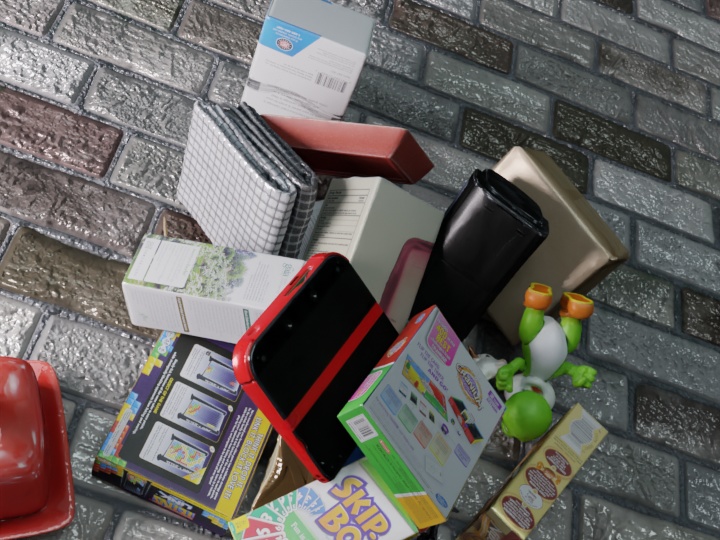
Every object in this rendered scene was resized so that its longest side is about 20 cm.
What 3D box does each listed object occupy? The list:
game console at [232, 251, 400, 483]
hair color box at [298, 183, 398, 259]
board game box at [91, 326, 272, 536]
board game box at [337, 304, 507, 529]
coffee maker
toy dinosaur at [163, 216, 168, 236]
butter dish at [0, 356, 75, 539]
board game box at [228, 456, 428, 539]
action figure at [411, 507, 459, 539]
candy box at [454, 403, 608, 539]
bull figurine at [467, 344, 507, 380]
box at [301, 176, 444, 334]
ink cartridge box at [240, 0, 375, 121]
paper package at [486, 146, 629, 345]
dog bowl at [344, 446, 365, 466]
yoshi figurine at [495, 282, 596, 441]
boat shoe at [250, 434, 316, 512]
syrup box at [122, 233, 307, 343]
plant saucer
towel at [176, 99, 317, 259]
[{"bbox_3d":[-0.036,0.097,1.073,0.178,0.031,0.200,56,50,-20],"label":"game console"},{"bbox_3d":[-0.016,-0.039,1.336,0.197,0.064,0.112,-15,64,-28],"label":"hair color box"},{"bbox_3d":[-0.185,0.172,1.127,0.163,0.057,0.202,27,50,-5],"label":"board game box"},{"bbox_3d":[0.074,0.154,1.086,0.154,0.040,0.200,54,39,-9],"label":"board game box"},{"bbox_3d":[0.139,-0.006,1.235,0.133,0.201,0.193,25,25,-24],"label":"coffee maker"},{"bbox_3d":[-0.190,0.025,1.238,0.198,0.061,0.106,33,22,-3],"label":"toy dinosaur"},{"bbox_3d":[-0.391,0.159,0.994,0.196,0.148,0.203,-4,59,-23],"label":"butter dish"},{"bbox_3d":[-0.031,0.268,1.045,0.197,0.030,0.097,-23,71,-12],"label":"board game box"},{"bbox_3d":[0.032,0.298,1.102,0.117,0.102,0.202,25,67,0],"label":"action figure"},{"bbox_3d":[0.204,0.258,1.185,0.055,0.116,0.199,43,52,12],"label":"candy box"},{"bbox_3d":[0.095,0.137,1.245,0.196,0.066,0.122,6,18,-9],"label":"bull figurine"},{"bbox_3d":[0.000,0.000,1.209,0.108,0.127,0.203,25,81,-28],"label":"box"},{"bbox_3d":[-0.079,-0.275,1.386,0.143,0.201,0.085,18,50,-8],"label":"ink cartridge box"},{"bbox_3d":[0.226,-0.034,1.344,0.201,0.191,0.103,53,25,17],"label":"paper package"},{"bbox_3d":[0.022,0.220,1.181,0.196,0.050,0.113,10,54,-16],"label":"dog bowl"},{"bbox_3d":[0.224,0.127,1.232,0.112,0.204,0.111,25,17,40],"label":"yoshi figurine"},{"bbox_3d":[-0.077,0.238,1.102,0.071,0.065,0.204,14,80,0],"label":"boat shoe"},{"bbox_3d":[-0.161,0.026,1.132,0.196,0.082,0.080,10,51,8],"label":"syrup box"},{"bbox_3d":[-0.015,-0.155,1.320,0.196,0.199,0.037,7,84,15],"label":"plant saucer"},{"bbox_3d":[-0.141,-0.097,1.243,0.085,0.167,0.200,-18,53,-37],"label":"towel"}]
